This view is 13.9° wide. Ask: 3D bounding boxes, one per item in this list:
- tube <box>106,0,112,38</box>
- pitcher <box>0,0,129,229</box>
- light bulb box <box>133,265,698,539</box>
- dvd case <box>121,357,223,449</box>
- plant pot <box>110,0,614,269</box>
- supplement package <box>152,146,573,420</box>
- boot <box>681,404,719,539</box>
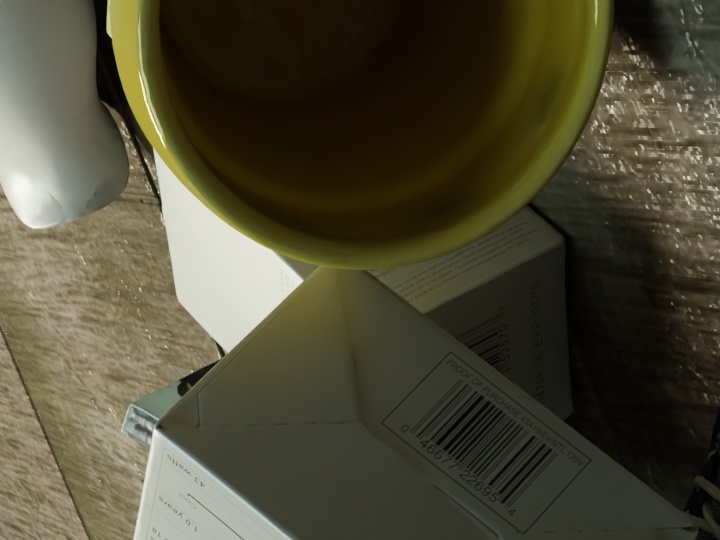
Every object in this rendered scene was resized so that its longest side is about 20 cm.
[{"bbox_3d":[-0.100,-0.212,1.487,0.058,0.052,0.201,13,116,15],"label":"tube"},{"bbox_3d":[-0.220,-0.150,1.803,0.172,0.121,0.201,-116,3,-45],"label":"pitcher"},{"bbox_3d":[0.012,0.138,1.240,0.198,0.125,0.200,38,148,15],"label":"light bulb box"},{"bbox_3d":[0.002,0.098,1.439,0.199,0.146,0.022,31,117,21],"label":"dvd case"},{"bbox_3d":[-0.017,-0.118,1.240,0.189,0.200,0.202,-142,30,-69],"label":"plant pot"},{"bbox_3d":[0.000,0.000,1.433,0.200,0.117,0.117,43,151,41],"label":"supplement package"},{"bbox_3d":[0.158,0.115,1.234,0.073,0.090,0.201,43,151,43],"label":"boot"}]
